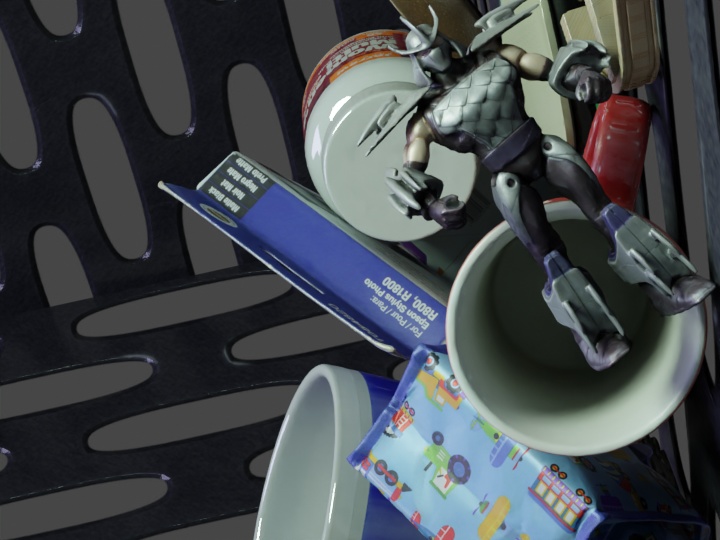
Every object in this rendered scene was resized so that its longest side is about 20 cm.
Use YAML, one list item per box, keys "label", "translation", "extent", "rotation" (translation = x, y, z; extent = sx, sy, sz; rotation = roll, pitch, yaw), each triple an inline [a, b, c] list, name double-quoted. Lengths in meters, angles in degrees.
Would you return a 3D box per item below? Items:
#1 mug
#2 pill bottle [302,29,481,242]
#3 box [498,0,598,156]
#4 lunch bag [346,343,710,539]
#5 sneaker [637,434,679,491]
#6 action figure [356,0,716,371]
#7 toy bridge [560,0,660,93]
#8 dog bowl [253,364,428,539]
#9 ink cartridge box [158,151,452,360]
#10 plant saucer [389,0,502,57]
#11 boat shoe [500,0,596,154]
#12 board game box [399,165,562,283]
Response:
- label: "mug"
  translation: [0.131, 0.005, 1.457]
  extent: [0.133, 0.178, 0.200]
  rotation: [41, -174, 0]
- label: "pill bottle"
  translation: [0.019, -0.083, 1.642]
  extent: [0.200, 0.109, 0.110]
  rotation: [-100, -2, -77]
- label: "box"
  translation: [0.124, -0.138, 1.722]
  extent: [0.200, 0.048, 0.118]
  rotation: [-92, -10, -78]
- label: "lunch bag"
  translation: [0.117, 0.115, 1.555]
  extent: [0.151, 0.094, 0.200]
  rotation: [44, -154, 25]
- label: "sneaker"
  translation: [0.122, 0.138, 1.691]
  extent: [0.090, 0.200, 0.079]
  rotation: [-45, 42, 37]
- label: "action figure"
  translation: [0.085, -0.050, 1.314]
  extent: [0.200, 0.130, 0.069]
  rotation: [50, -176, -5]
- label: "toy bridge"
  translation: [0.130, -0.125, 1.341]
  extent: [0.200, 0.027, 0.067]
  rotation: [88, 165, -79]
- label: "dog bowl"
  translation: [-0.008, 0.163, 1.646]
  extent: [0.200, 0.079, 0.201]
  rotation: [-167, 90, -77]
- label: "ink cartridge box"
  translation: [0.000, 0.000, 1.619]
  extent: [0.199, 0.041, 0.200]
  rotation: [36, -173, 26]
- label: "plant saucer"
  translation: [0.047, -0.164, 1.641]
  extent: [0.201, 0.037, 0.200]
  rotation: [50, -173, -9]
- label: "boat shoe"
  translation: [0.111, -0.163, 1.526]
  extent: [0.074, 0.063, 0.202]
  rotation: [169, 88, -70]
- label: "board game box"
  translation: [0.098, -0.028, 1.809]
  extent: [0.103, 0.105, 0.200]
  rotation: [42, -177, 0]
